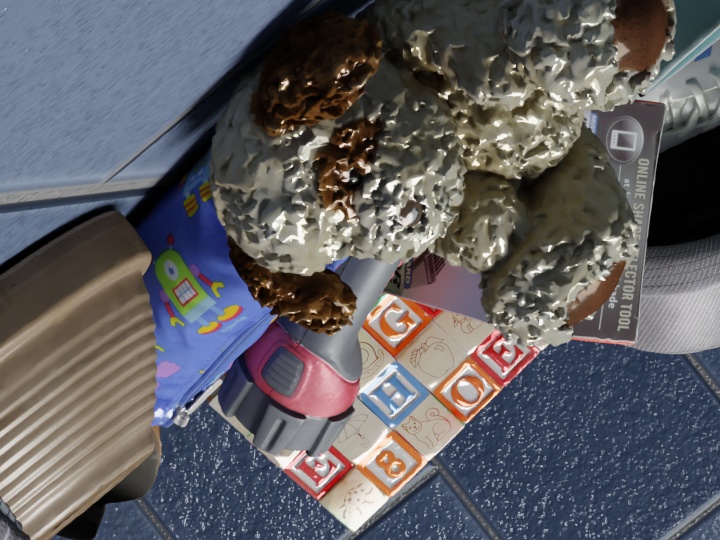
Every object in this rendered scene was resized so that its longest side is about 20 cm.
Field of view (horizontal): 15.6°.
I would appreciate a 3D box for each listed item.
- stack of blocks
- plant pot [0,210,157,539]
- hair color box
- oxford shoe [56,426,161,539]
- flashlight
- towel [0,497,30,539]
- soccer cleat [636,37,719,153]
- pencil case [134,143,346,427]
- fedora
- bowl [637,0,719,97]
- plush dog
[{"bbox_3d":[0.023,0.026,1.400,0.200,0.115,0.059,-44,-158,7],"label":"stack of blocks"},{"bbox_3d":[-0.154,0.071,1.126,0.201,0.093,0.201,-39,179,-1],"label":"plant pot"},{"bbox_3d":[0.062,-0.035,1.248,0.064,0.112,0.200,5,-176,-27],"label":"hair color box"},{"bbox_3d":[-0.147,0.089,1.438,0.072,0.071,0.200,-69,-169,-22],"label":"oxford shoe"},{"bbox_3d":[0.000,0.000,1.233,0.068,0.068,0.200,10,129,-29],"label":"flashlight"},{"bbox_3d":[-0.198,0.127,0.945,0.165,0.086,0.200,-39,158,-7],"label":"towel"},{"bbox_3d":[0.176,-0.102,1.286,0.200,0.086,0.070,-43,150,-15],"label":"soccer cleat"},{"bbox_3d":[-0.070,0.005,1.208,0.078,0.087,0.200,-26,169,-41],"label":"pencil case"},{"bbox_3d":[0.172,-0.028,1.336,0.176,0.091,0.200,15,-134,34],"label":"fedora"},{"bbox_3d":[0.171,-0.180,1.170,0.200,0.105,0.201,-38,178,-2],"label":"bowl"},{"bbox_3d":[0.016,-0.062,1.072,0.171,0.161,0.201,-22,141,-25],"label":"plush dog"}]
